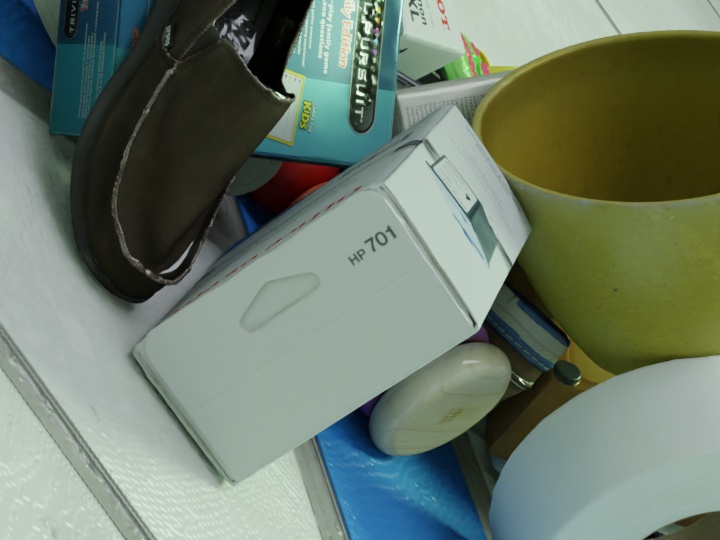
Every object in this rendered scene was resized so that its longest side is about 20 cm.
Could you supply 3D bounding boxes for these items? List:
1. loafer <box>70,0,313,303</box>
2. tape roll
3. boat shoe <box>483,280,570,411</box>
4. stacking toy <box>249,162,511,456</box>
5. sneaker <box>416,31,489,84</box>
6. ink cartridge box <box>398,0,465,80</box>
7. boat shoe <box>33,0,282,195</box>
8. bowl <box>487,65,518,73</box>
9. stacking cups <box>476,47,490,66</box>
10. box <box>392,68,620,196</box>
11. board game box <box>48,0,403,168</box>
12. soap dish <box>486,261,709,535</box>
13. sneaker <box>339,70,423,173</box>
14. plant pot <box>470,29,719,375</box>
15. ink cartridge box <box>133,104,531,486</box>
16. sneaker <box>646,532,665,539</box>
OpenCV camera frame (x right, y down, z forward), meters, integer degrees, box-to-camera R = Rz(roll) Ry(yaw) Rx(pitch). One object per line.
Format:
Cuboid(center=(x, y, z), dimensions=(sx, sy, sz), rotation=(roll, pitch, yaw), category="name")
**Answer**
Cuboid(center=(-0.073, -0.080, 1.125), dimensions=(0.073, 0.071, 0.201), rotation=(32, 71, -43), category="loafer")
Cuboid(center=(0.173, 0.142, 1.324), dimensions=(0.202, 0.202, 0.071), rotation=(40, 22, -41), category="tape roll")
Cuboid(center=(0.048, 0.021, 1.410), dimensions=(0.072, 0.072, 0.200), rotation=(41, 2, -25), category="boat shoe")
Cuboid(center=(0.000, 0.000, 1.329), dimensions=(0.201, 0.085, 0.085), rotation=(58, 16, 25), category="stacking toy")
Cuboid(center=(0.058, -0.059, 1.602), dimensions=(0.077, 0.083, 0.201), rotation=(19, 57, -65), category="sneaker")
Cuboid(center=(-0.033, -0.198, 1.489), dimensions=(0.200, 0.084, 0.146), rotation=(9, 63, -56), category="ink cartridge box")
Cuboid(center=(-0.110, -0.124, 1.262), dimensions=(0.202, 0.072, 0.060), rotation=(51, 14, -36), category="boat shoe")
Cuboid(center=(0.143, -0.062, 1.705), dimensions=(0.200, 0.107, 0.201), rotation=(50, 28, -40), category="bowl")
Cuboid(center=(0.032, -0.147, 1.721), dimensions=(0.061, 0.060, 0.200), rotation=(60, 19, 16), category="stacking cups")
Cuboid(center=(0.090, -0.077, 1.405), dimensions=(0.199, 0.068, 0.083), rotation=(-11, 94, -32), category="box")
Cuboid(center=(-0.061, -0.134, 1.218), dimensions=(0.199, 0.047, 0.152), rotation=(5, 91, -47), category="board game box")
Cuboid(center=(0.153, 0.052, 1.446), dimensions=(0.156, 0.081, 0.201), rotation=(21, 40, -14), category="soap dish")
Cuboid(center=(0.008, -0.082, 1.483), dimensions=(0.201, 0.146, 0.077), rotation=(9, 87, -30), category="sneaker")
Cuboid(center=(0.165, -0.024, 1.317), dimensions=(0.200, 0.199, 0.143), rotation=(-93, 176, -60), category="plant pot")
Cuboid(center=(-0.008, 0.006, 1.166), dimensions=(0.086, 0.146, 0.200), rotation=(55, 17, -7), category="ink cartridge box")
Cuboid(center=(0.196, 0.178, 1.544), dimensions=(0.081, 0.074, 0.200), rotation=(52, 15, -2), category="sneaker")
